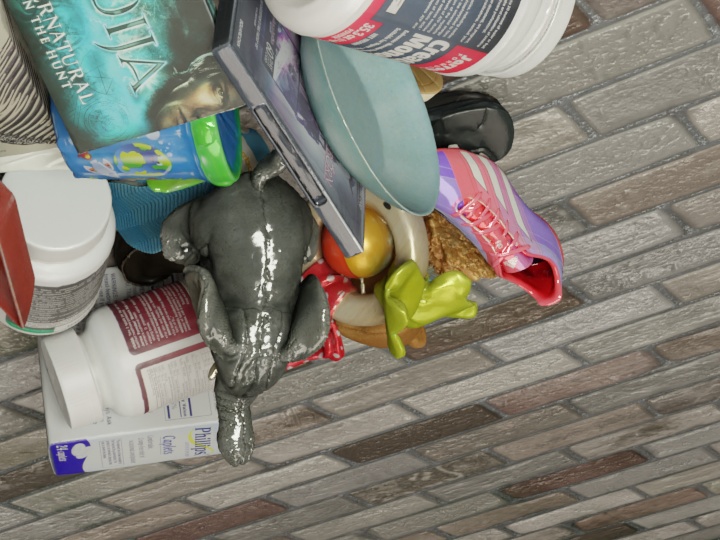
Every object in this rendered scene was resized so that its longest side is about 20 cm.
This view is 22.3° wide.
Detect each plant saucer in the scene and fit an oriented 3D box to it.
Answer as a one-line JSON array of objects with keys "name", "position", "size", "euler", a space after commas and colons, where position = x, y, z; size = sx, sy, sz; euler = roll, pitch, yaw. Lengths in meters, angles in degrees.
[{"name": "plant saucer", "position": [-0.330, -0.067, 1.452], "size": [0.037, 0.200, 0.200], "euler": [-41, 164, -18]}, {"name": "plant saucer", "position": [-0.001, -0.129, 1.382], "size": [0.039, 0.201, 0.201], "euler": [-20, 155, 20]}]

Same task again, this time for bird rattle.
[{"name": "bird rattle", "position": [0.000, 0.000, 1.558], "size": [0.200, 0.163, 0.113], "euler": [-2, -178, 43]}]

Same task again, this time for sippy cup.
[{"name": "sippy cup", "position": [-0.168, -0.126, 1.413], "size": [0.130, 0.140, 0.178], "euler": [-8, 114, 6]}]

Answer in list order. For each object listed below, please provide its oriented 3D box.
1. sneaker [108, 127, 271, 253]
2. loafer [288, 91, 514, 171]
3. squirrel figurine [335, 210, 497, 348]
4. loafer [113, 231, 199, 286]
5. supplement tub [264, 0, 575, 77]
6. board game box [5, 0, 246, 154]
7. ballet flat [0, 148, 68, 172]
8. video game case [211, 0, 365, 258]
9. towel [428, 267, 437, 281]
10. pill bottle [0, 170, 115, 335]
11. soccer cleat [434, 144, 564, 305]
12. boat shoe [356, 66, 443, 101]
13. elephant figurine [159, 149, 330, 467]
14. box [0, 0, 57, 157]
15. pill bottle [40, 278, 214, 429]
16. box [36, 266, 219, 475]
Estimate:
[{"name": "sneaker", "position": [-0.155, -0.072, 1.605], "size": [0.200, 0.077, 0.081], "euler": [-14, -160, 48]}, {"name": "loafer", "position": [0.031, -0.116, 1.591], "size": [0.200, 0.072, 0.073], "euler": [-5, 116, -3]}, {"name": "squirrel figurine", "position": [0.043, -0.027, 1.652], "size": [0.200, 0.187, 0.142], "euler": [-11, 156, 2]}, {"name": "loafer", "position": [-0.171, -0.027, 1.709], "size": [0.073, 0.071, 0.200], "euler": [6, 152, -33]}, {"name": "supplement tub", "position": [0.041, -0.215, 1.281], "size": [0.200, 0.141, 0.140], "euler": [10, 149, -39]}, {"name": "board game box", "position": [-0.173, -0.186, 1.275], "size": [0.135, 0.028, 0.200], "euler": [-15, 123, 11]}, {"name": "ballet flat", "position": [-0.238, -0.117, 1.500], "size": [0.200, 0.070, 0.069], "euler": [-4, 156, -12]}, {"name": "video game case", "position": [-0.048, -0.124, 1.341], "size": [0.019, 0.143, 0.200], "euler": [-22, 125, 18]}, {"name": "towel", "position": [0.046, -0.023, 1.874], "size": [0.147, 0.022, 0.200], "euler": [-28, 151, 36]}, {"name": "pill bottle", "position": [-0.276, -0.025, 1.604], "size": [0.113, 0.113, 0.200], "euler": [-3, 161, -15]}, {"name": "soccer cleat", "position": [0.115, -0.039, 1.574], "size": [0.067, 0.077, 0.200], "euler": [-31, 138, 22]}, {"name": "boat shoe", "position": [-0.028, -0.153, 1.479], "size": [0.200, 0.074, 0.069], "euler": [6, 146, -34]}, {"name": "elephant figurine", "position": [-0.084, 0.034, 1.470], "size": [0.141, 0.200, 0.155], "euler": [-16, 152, 20]}, {"name": "box", "position": [-0.283, -0.159, 1.366], "size": [0.082, 0.068, 0.200], "euler": [-10, 157, 2]}, {"name": "pill bottle", "position": [-0.192, 0.074, 1.720], "size": [0.200, 0.110, 0.110], "euler": [-19, 159, -14]}, {"name": "box", "position": [-0.219, 0.095, 1.827], "size": [0.200, 0.184, 0.105], "euler": [-7, 155, -8]}]
